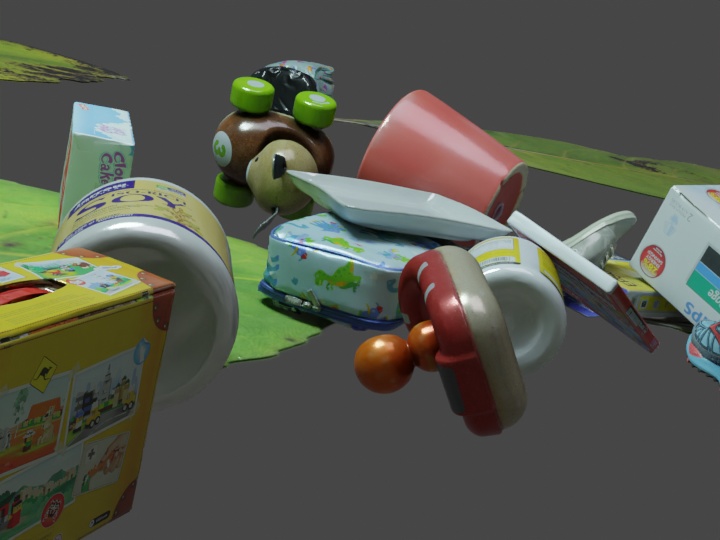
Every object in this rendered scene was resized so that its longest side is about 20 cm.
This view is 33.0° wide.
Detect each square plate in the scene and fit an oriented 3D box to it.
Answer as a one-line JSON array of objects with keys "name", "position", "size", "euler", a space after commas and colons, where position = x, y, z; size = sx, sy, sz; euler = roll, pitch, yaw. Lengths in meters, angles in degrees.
[{"name": "square plate", "position": [0.037, -0.069, 1.344], "size": [0.198, 0.029, 0.200], "euler": [8, 12, -24]}]

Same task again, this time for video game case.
[{"name": "video game case", "position": [0.243, 0.015, 1.312], "size": [0.143, 0.017, 0.200], "euler": [39, -1, 33]}]

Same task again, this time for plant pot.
[{"name": "plant pot", "position": [0.115, -0.118, 1.638], "size": [0.177, 0.201, 0.200], "euler": [29, 19, 19]}]

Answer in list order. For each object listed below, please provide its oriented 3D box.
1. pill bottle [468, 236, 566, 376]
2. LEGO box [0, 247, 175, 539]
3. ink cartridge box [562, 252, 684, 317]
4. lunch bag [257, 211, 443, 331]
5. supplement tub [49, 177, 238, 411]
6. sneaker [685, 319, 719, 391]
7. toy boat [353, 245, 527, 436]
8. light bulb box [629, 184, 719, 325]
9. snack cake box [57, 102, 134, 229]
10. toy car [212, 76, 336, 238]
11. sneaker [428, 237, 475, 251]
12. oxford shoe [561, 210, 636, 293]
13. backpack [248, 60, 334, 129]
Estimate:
[{"name": "pill bottle", "position": [0.146, 0.028, 1.219], "size": [0.112, 0.112, 0.200], "euler": [14, 14, 3]}, {"name": "LEGO box", "position": [-0.192, 0.080, 0.640], "size": [0.077, 0.149, 0.200], "euler": [19, 15, 20]}, {"name": "ink cartridge box", "position": [0.306, 0.010, 1.571], "size": [0.200, 0.047, 0.198], "euler": [5, 17, -35]}, {"name": "lunch bag", "position": [0.000, 0.000, 1.253], "size": [0.160, 0.083, 0.200], "euler": [16, 14, 18]}, {"name": "supplement tub", "position": [-0.170, 0.009, 0.939], "size": [0.145, 0.146, 0.200], "euler": [10, 15, -12]}, {"name": "sneaker", "position": [0.413, 0.079, 1.295], "size": [0.079, 0.096, 0.200], "euler": [12, 14, -9]}, {"name": "toy boat", "position": [0.057, 0.065, 1.031], "size": [0.130, 0.131, 0.200], "euler": [-18, 19, 2]}, {"name": "light bulb box", "position": [0.480, -0.003, 1.490], "size": [0.200, 0.125, 0.198], "euler": [-4, 39, -37]}, {"name": "snack cake box", "position": [-0.294, -0.111, 1.346], "size": [0.067, 0.115, 0.200], "euler": [9, 15, -16]}, {"name": "toy car", "position": [-0.114, -0.122, 1.505], "size": [0.157, 0.165, 0.200], "euler": [12, 27, -4]}, {"name": "sneaker", "position": [0.087, -0.006, 1.384], "size": [0.200, 0.076, 0.091], "euler": [13, 21, 10]}, {"name": "oxford shoe", "position": [0.279, -0.016, 1.503], "size": [0.200, 0.075, 0.058], "euler": [-29, 71, -36]}, {"name": "backpack", "position": [-0.122, -0.351, 2.401], "size": [0.167, 0.127, 0.200], "euler": [14, 11, 18]}]
